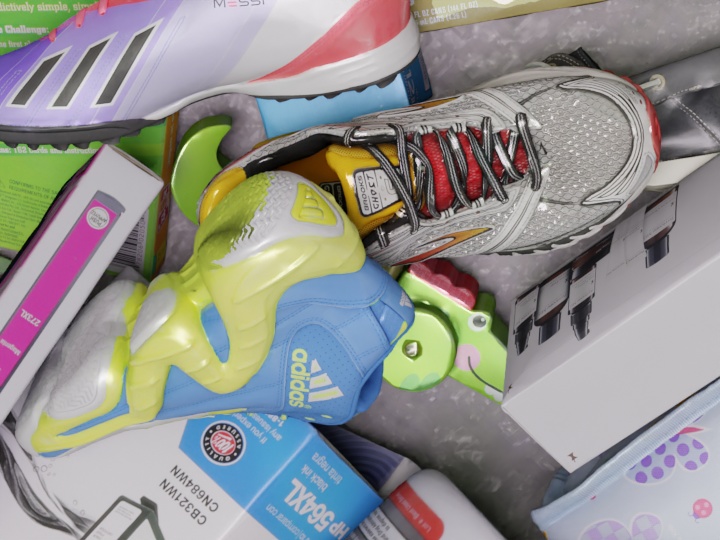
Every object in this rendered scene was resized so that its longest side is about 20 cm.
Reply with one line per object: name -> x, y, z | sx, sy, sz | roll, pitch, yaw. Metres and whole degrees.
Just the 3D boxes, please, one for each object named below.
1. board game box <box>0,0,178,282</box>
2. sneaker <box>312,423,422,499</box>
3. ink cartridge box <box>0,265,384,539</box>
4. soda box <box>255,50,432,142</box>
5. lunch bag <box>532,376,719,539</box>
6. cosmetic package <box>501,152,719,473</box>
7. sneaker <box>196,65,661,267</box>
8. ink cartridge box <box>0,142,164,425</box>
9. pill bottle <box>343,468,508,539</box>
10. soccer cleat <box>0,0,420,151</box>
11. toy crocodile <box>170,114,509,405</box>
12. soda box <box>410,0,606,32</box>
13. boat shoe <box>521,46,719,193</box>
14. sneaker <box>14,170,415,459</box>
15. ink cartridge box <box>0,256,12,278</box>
board game box -> -0.128, -0.092, 1.063 | 0.095, 0.030, 0.200 | 14, 126, 7
sneaker -> -0.041, 0.172, 1.107 | 0.081, 0.115, 0.199 | 27, 74, 36
ink cartridge box -> -0.112, 0.122, 1.043 | 0.200, 0.084, 0.146 | -48, 53, -6
soda box -> -0.031, -0.159, 1.045 | 0.068, 0.064, 0.200 | -15, 98, 13
lunch bag -> 0.206, 0.100, 1.019 | 0.200, 0.127, 0.170 | -40, 90, 23
cosmetic package -> 0.148, -0.004, 0.976 | 0.200, 0.083, 0.051 | -37, 114, 26
sneaker -> 0.027, -0.033, 0.979 | 0.200, 0.082, 0.078 | -15, 93, 15
ink cartridge box -> -0.157, 0.041, 1.010 | 0.037, 0.095, 0.200 | 34, 72, -11
pill bottle -> -0.004, 0.188, 0.989 | 0.200, 0.116, 0.116 | -43, 91, -1
soccer cleat -> -0.078, -0.102, 0.991 | 0.200, 0.068, 0.073 | -10, 119, 8
toy crocodile -> 0.000, 0.000, 1.069 | 0.200, 0.068, 0.062 | 31, 104, 3
soda box -> 0.110, -0.150, 1.019 | 0.200, 0.068, 0.064 | -9, 99, 12
boat shoe -> 0.089, -0.063, 1.045 | 0.200, 0.072, 0.068 | -6, 87, 10
sneaker -> -0.056, 0.043, 0.966 | 0.105, 0.076, 0.200 | 37, 135, -18
ink cartridge box -> -0.272, 0.064, 1.118 | 0.176, 0.084, 0.200 | 22, 104, 16
